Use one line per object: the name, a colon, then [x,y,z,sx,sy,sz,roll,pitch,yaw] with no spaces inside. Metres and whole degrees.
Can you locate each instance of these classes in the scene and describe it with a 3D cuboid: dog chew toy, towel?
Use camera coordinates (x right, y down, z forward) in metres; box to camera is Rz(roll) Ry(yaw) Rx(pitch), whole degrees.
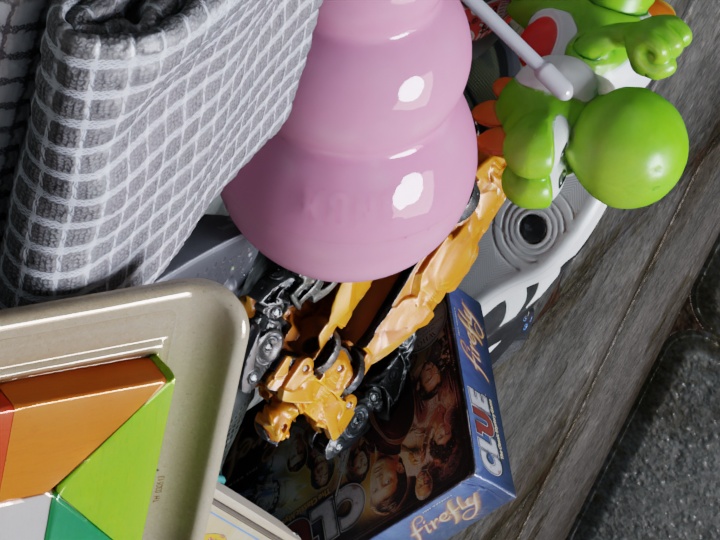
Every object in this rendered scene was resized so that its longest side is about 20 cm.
dog chew toy: [-0.004,-0.090,1.026,0.125,0.124,0.201,-48,155,-39]
towel: [-0.074,-0.082,0.847,0.200,0.085,0.166,-48,163,-41]

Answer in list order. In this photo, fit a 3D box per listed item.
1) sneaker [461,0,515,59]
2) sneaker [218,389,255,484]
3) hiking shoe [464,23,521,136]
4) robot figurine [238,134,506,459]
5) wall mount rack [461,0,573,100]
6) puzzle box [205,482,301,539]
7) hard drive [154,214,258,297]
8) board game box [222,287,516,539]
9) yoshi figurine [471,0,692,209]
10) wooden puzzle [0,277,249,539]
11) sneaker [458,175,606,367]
sneaker: [0.098,-0.209,1.240,0.202,0.067,0.108,-50,167,-25]
sneaker: [-0.098,0.148,1.235,0.201,0.091,0.078,-61,167,5]
hiking shoe: [0.028,-0.070,1.263,0.200,0.076,0.101,-55,169,-14]
robot figurine: [0.000,0.000,1.178,0.200,0.058,0.145,-56,142,-8]
wall mount rack: [0.079,-0.191,1.099,0.200,0.074,0.174,-52,137,-31]
puzzle box: [-0.105,0.159,1.114,0.133,0.025,0.200,-52,153,-3]
hard drive: [-0.118,0.046,1.048,0.200,0.042,0.135,-36,153,-61]
board game box: [-0.010,0.111,1.252,0.200,0.035,0.136,-35,-138,26]
yoshi figurine: [0.137,-0.094,1.178,0.112,0.113,0.200,-19,-152,38]
wooden puzzle: [-0.142,0.096,0.828,0.199,0.037,0.186,-7,126,-31]
sneaker: [0.084,-0.006,1.316,0.200,0.073,0.112,-47,163,23]
